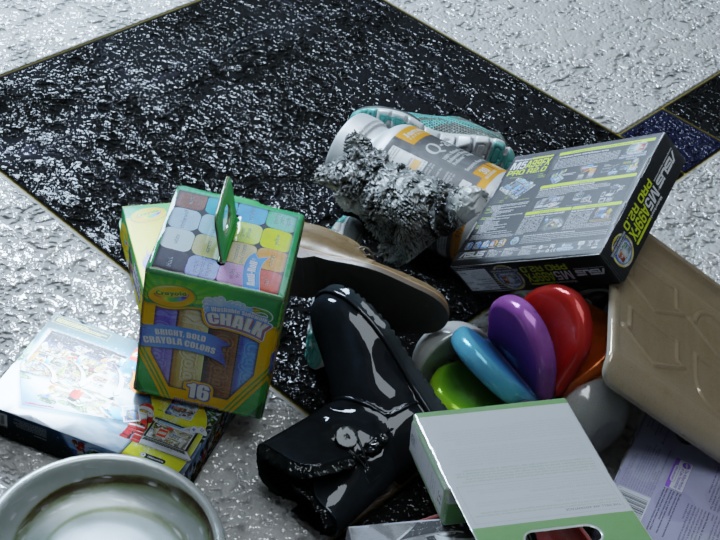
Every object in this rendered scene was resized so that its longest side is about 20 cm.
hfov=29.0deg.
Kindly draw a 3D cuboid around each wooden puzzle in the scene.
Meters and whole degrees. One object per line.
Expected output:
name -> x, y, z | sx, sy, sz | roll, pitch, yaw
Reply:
wooden puzzle -> 0.297, 0.075, 1.316 | 0.185, 0.046, 0.200 | 33, 44, -17

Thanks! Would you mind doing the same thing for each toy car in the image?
toy car -> 0.157, 0.086, 1.315 | 0.200, 0.150, 0.175 | -15, 46, -26

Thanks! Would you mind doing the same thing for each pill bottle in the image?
pill bottle -> 0.067, -0.092, 1.535 | 0.200, 0.116, 0.116 | 28, 43, 20

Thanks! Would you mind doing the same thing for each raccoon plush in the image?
raccoon plush -> 0.043, -0.094, 1.394 | 0.134, 0.200, 0.097 | 46, 55, -7

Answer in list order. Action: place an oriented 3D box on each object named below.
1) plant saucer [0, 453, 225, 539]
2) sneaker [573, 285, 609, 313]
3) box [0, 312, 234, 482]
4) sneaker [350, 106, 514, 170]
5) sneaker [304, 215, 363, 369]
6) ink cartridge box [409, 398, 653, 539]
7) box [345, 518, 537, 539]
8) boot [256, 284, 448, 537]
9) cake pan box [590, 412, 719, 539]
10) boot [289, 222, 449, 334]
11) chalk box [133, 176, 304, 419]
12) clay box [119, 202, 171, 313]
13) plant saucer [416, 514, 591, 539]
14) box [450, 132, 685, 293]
plant saucer -> -0.210, 0.239, 1.136 | 0.200, 0.050, 0.200 | 5, 40, -4
sneaker -> 0.281, 0.061, 1.396 | 0.200, 0.116, 0.075 | 20, 39, 12
box -> -0.225, 0.123, 1.279 | 0.200, 0.038, 0.137 | 19, 40, 11
sneaker -> 0.085, -0.152, 1.648 | 0.200, 0.078, 0.091 | 17, 24, 2
sneaker -> -0.003, 0.028, 1.421 | 0.091, 0.078, 0.200 | 13, 47, -8
ink cartridge box -> 0.137, 0.185, 1.143 | 0.145, 0.048, 0.200 | -4, 34, -15
box -> 0.081, 0.285, 1.087 | 0.158, 0.048, 0.200 | -1, 41, -13
boot -> -0.029, 0.123, 1.255 | 0.168, 0.076, 0.200 | -29, 73, -30
cake pan box -> 0.322, 0.219, 1.269 | 0.184, 0.052, 0.200 | 20, 41, 15
boot -> 0.000, 0.000, 1.343 | 0.200, 0.074, 0.075 | 19, 41, 16
chalk box -> -0.123, 0.012, 1.242 | 0.124, 0.200, 0.124 | 14, 42, -1
clay box -> -0.181, -0.010, 1.439 | 0.115, 0.048, 0.200 | -6, 43, -18
plant saucer -> 0.124, 0.283, 1.163 | 0.199, 0.037, 0.200 | -13, 44, -25
box -> 0.203, -0.054, 1.374 | 0.200, 0.044, 0.160 | -6, 44, 49
